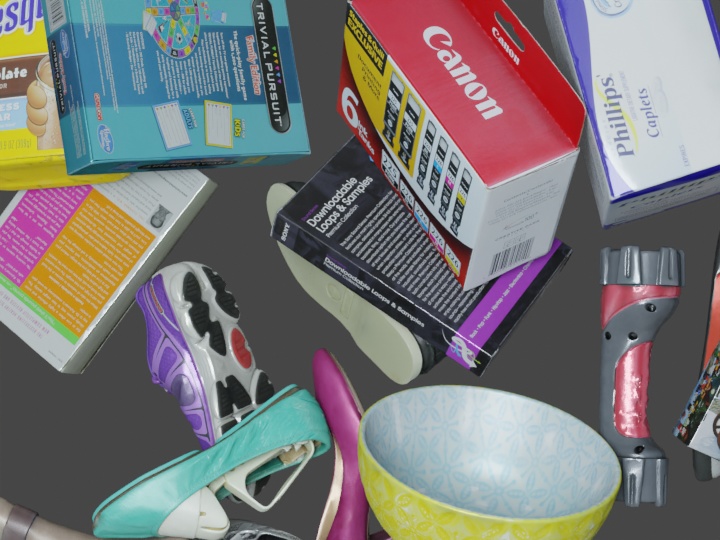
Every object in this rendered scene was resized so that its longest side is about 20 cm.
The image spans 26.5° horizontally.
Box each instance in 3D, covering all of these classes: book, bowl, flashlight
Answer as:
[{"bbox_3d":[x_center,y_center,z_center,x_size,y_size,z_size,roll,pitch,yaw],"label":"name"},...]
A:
[{"bbox_3d":[-0.231,-0.033,1.279,0.134,0.048,0.200,38,92,13],"label":"book"},{"bbox_3d":[0.090,0.179,1.157,0.200,0.200,0.108,12,113,10],"label":"bowl"},{"bbox_3d":[0.218,0.082,1.189,0.068,0.068,0.201,1,87,-5],"label":"flashlight"}]

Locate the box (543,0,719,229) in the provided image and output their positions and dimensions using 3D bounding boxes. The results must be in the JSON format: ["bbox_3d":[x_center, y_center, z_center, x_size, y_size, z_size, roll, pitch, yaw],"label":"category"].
[{"bbox_3d":[0.208,-0.141,1.135,0.105,0.200,0.184,-16,84,6],"label":"box"}]

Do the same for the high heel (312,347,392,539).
[{"bbox_3d":[-0.028,0.167,1.219,0.096,0.067,0.200,-19,87,-3],"label":"high heel"}]

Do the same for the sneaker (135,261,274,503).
[{"bbox_3d":[-0.127,0.093,1.251,0.083,0.081,0.200,-19,88,37],"label":"sneaker"}]

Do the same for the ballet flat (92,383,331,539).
[{"bbox_3d":[-0.104,0.161,1.155,0.200,0.067,0.070,-31,68,-23],"label":"ballet flat"}]

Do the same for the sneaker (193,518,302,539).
[{"bbox_3d":[-0.085,0.221,1.188,0.200,0.082,0.075,2,55,40],"label":"sneaker"}]

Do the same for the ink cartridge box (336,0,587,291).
[{"bbox_3d":[0.069,-0.120,1.136,0.084,0.176,0.200,-24,61,-19],"label":"ink cartridge box"}]

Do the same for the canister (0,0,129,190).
[{"bbox_3d":[-0.254,-0.173,1.249,0.148,0.087,0.201,-4,76,15],"label":"canister"}]

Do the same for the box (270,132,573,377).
[{"bbox_3d":[0.049,-0.022,1.197,0.200,0.036,0.143,35,50,9],"label":"box"}]

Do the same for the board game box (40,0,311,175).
[{"bbox_3d":[-0.144,-0.157,1.208,0.047,0.200,0.151,-16,82,53],"label":"board game box"}]

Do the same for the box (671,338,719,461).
[{"bbox_3d":[0.351,0.104,1.138,0.200,0.038,0.137,24,97,-13],"label":"box"}]

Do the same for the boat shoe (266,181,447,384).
[{"bbox_3d":[-0.001,0.002,1.233,0.063,0.074,0.201,-29,67,-33],"label":"boat shoe"}]

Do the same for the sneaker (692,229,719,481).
[{"bbox_3d":[0.317,0.068,1.173,0.108,0.067,0.202,8,85,12],"label":"sneaker"}]

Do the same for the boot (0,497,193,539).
[{"bbox_3d":[-0.231,0.227,1.208,0.146,0.070,0.200,35,132,-7],"label":"boot"}]
